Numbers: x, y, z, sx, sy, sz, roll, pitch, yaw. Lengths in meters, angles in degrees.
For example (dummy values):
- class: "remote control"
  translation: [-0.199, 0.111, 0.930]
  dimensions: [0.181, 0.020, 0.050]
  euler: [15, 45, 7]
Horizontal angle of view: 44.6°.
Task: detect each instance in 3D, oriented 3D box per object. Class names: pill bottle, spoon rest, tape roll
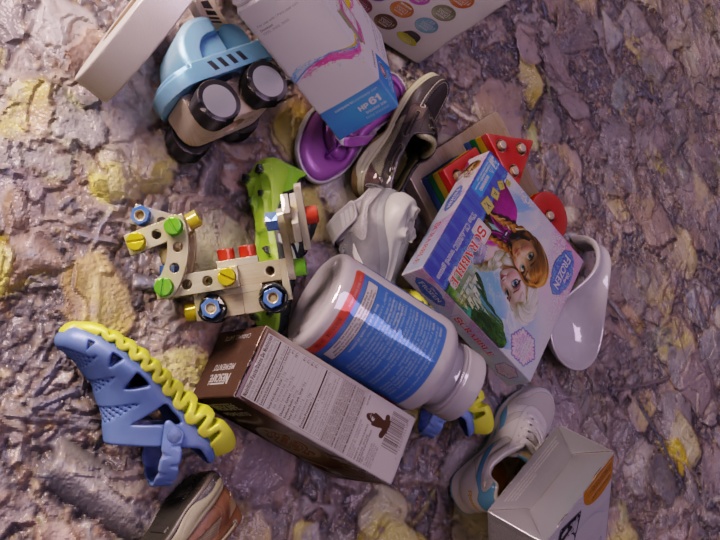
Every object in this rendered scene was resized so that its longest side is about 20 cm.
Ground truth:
- class: "pill bottle"
  translation: [0.032, 0.078, 0.925]
  dimensions: [0.199, 0.112, 0.113]
  euler: [33, 63, -18]
- class: "spoon rest"
  translation: [0.307, 0.041, 1.217]
  dimensions: [0.099, 0.060, 0.201]
  euler: [28, 65, -27]
- class: "tape roll"
  translation: [-0.199, -0.251, 0.841]
  dimensions: [0.037, 0.202, 0.204]
  euler: [37, 62, -24]

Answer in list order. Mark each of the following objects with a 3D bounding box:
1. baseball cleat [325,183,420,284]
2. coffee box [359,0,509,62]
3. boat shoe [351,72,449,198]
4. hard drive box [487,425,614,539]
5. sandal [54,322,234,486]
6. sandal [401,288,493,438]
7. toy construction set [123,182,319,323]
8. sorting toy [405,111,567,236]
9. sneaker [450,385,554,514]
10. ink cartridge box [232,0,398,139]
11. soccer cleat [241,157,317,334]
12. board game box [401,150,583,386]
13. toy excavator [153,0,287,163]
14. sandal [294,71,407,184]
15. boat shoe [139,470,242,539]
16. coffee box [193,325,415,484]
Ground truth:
- class: "baseball cleat"
  translation: [0.000, 0.000, 1.014]
  dimensions: [0.070, 0.106, 0.201]
  euler: [16, 94, -69]
- class: "coffee box"
  translation: [0.070, -0.415, 1.063]
  dimensions: [0.199, 0.197, 0.201]
  euler: [26, 64, -27]
- class: "boat shoe"
  translation: [0.064, -0.159, 1.073]
  dimensions: [0.201, 0.066, 0.072]
  euler: [-55, 150, -25]
- class: "hard drive box"
  translation: [0.224, 0.312, 1.034]
  dimensions: [0.156, 0.077, 0.201]
  euler: [-39, 137, -34]
- class: "sandal"
  translation: [-0.210, 0.129, 0.822]
  dimensions: [0.200, 0.079, 0.087]
  euler: [46, 68, -15]
- class: "sandal"
  translation: [0.081, 0.117, 1.037]
  dimensions: [0.087, 0.079, 0.201]
  euler: [-26, 87, -8]
- class: "toy construction set"
  translation: [-0.129, -0.017, 0.867]
  dimensions: [0.092, 0.199, 0.132]
  euler: [3, 78, -77]
- class: "sorting toy"
  translation: [0.178, -0.089, 1.149]
  dimensions: [0.198, 0.069, 0.201]
  euler: [-35, 100, -35]
- class: "sneaker"
  translation: [0.196, 0.222, 1.089]
  dimensions: [0.077, 0.081, 0.200]
  euler: [50, 56, -13]
- class: "ink cartridge box"
  translation: [-0.048, -0.266, 0.948]
  dimensions: [0.200, 0.084, 0.145]
  euler: [46, 25, -43]
- class: "soccer cleat"
  translation: [-0.083, -0.026, 0.958]
  dimensions: [0.081, 0.067, 0.202]
  euler: [8, 74, -39]
- class: "board game box"
  translation: [0.165, -0.003, 1.048]
  dimensions: [0.200, 0.041, 0.201]
  euler: [45, 56, -20]
- class: "toy excavator"
  translation: [-0.157, -0.245, 0.942]
  dimensions: [0.194, 0.100, 0.201]
  euler: [-31, 90, -36]
- class: "sandal"
  translation: [-0.007, -0.183, 1.052]
  dimensions: [0.083, 0.050, 0.203]
  euler: [50, 57, -15]
- class: "boat shoe"
  translation: [-0.181, 0.282, 0.819]
  dimensions: [0.074, 0.075, 0.200]
  euler: [52, 58, -18]
- class: "coffee box"
  translation: [-0.059, 0.142, 0.909]
  dimensions: [0.199, 0.114, 0.080]
  euler: [34, 65, -23]
